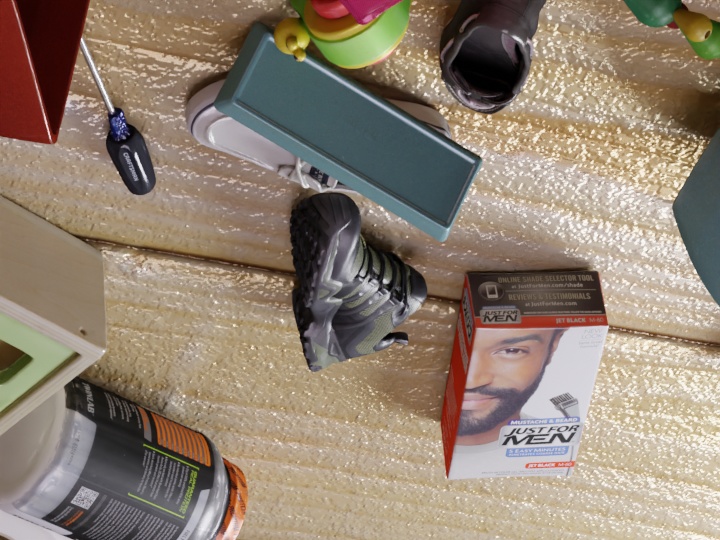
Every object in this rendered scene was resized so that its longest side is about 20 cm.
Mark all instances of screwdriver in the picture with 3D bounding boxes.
[{"bbox_3d":[-0.176,-0.122,1.651,0.029,0.028,0.200,14,147,19],"label":"screwdriver"}]

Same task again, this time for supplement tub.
[{"bbox_3d":[-0.197,0.169,1.913,0.200,0.123,0.122,28,128,-34],"label":"supplement tub"}]

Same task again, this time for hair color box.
[{"bbox_3d":[0.131,0.088,1.919,0.110,0.064,0.200,-1,138,-7],"label":"hair color box"}]

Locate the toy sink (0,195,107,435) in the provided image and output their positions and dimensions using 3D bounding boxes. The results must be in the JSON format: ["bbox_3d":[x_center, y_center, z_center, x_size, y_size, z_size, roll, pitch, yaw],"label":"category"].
[{"bbox_3d":[-0.304,0.051,1.768,0.200,0.112,0.130,-35,132,28],"label":"toy sink"}]

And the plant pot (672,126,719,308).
[{"bbox_3d":[0.308,-0.048,1.719,0.134,0.200,0.200,33,135,8],"label":"plant pot"}]

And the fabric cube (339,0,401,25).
[{"bbox_3d":[0.017,-0.303,1.346,0.196,0.201,0.199,-26,137,18],"label":"fabric cube"}]

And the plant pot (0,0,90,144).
[{"bbox_3d":[-0.271,-0.212,1.422,0.175,0.201,0.200,0,140,7],"label":"plant pot"}]

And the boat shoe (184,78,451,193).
[{"bbox_3d":[-0.027,-0.088,1.688,0.199,0.066,0.072,11,136,-21],"label":"boat shoe"}]

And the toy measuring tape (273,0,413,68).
[{"bbox_3d":[0.031,-0.186,1.582,0.199,0.074,0.074,-22,137,16],"label":"toy measuring tape"}]

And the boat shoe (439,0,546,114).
[{"bbox_3d":[0.085,-0.147,1.603,0.067,0.057,0.200,20,158,1],"label":"boat shoe"}]

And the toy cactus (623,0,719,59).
[{"bbox_3d":[0.183,-0.224,1.555,0.164,0.103,0.200,-10,138,17],"label":"toy cactus"}]

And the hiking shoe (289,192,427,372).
[{"bbox_3d":[0.000,0.000,1.801,0.100,0.076,0.200,-11,149,-10],"label":"hiking shoe"}]

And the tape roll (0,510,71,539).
[{"bbox_3d":[-0.333,0.221,1.991,0.201,0.071,0.203,-4,138,-4],"label":"tape roll"}]

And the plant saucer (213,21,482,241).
[{"bbox_3d":[-0.004,-0.097,1.653,0.200,0.070,0.019,30,169,-20],"label":"plant saucer"}]
